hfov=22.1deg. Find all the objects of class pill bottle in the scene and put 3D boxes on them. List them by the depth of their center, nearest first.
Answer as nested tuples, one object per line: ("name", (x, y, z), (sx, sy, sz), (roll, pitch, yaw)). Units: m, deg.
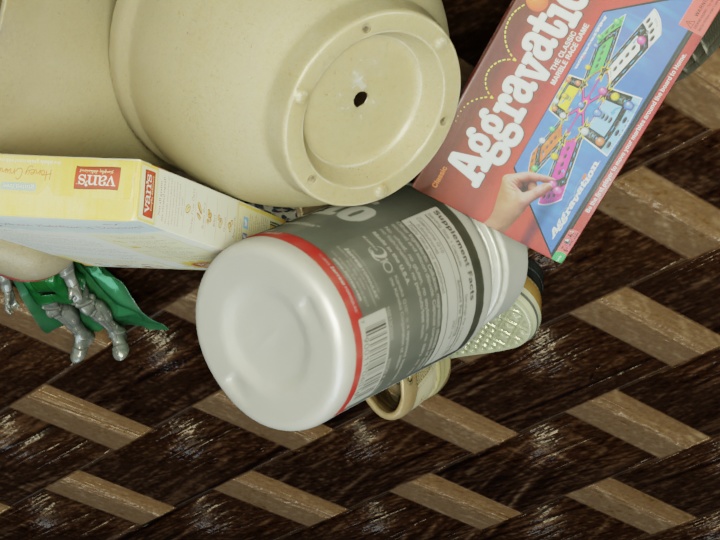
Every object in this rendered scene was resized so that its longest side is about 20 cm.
("pill bottle", (0.007, 0.012, 1.106), (0.114, 0.114, 0.200), (-29, 177, 41))

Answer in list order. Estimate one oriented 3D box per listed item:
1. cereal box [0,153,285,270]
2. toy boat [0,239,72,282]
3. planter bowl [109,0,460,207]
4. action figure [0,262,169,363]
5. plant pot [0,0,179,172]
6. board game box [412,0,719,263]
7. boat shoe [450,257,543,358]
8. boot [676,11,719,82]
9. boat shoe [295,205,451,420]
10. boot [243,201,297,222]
("cereal box", (-0.146, -0.032, 1.075), (0.143, 0.040, 0.200), (3, 172, 20))
("toy boat", (-0.284, -0.075, 1.294), (0.199, 0.131, 0.131), (22, 173, -27))
("planter bowl", (-0.027, -0.118, 1.065), (0.200, 0.135, 0.201), (-19, 128, -26))
("action figure", (-0.248, 0.004, 1.463), (0.118, 0.055, 0.200), (-6, 143, 21))
("plant pot", (-0.185, -0.129, 1.142), (0.200, 0.188, 0.187), (14, 149, -42))
("board game box", (0.118, -0.106, 1.054), (0.103, 0.019, 0.200), (27, 121, -2))
("boat shoe", (0.041, 0.025, 1.291), (0.199, 0.062, 0.075), (-8, 123, 32))
("boot", (0.142, -0.121, 1.180), (0.073, 0.200, 0.151), (48, 173, -4))
("boat shoe", (0.000, 0.000, 1.221), (0.071, 0.064, 0.201), (-21, 96, 32))
("boot", (0.017, -0.047, 1.321), (0.199, 0.073, 0.151), (-13, 144, 30))
